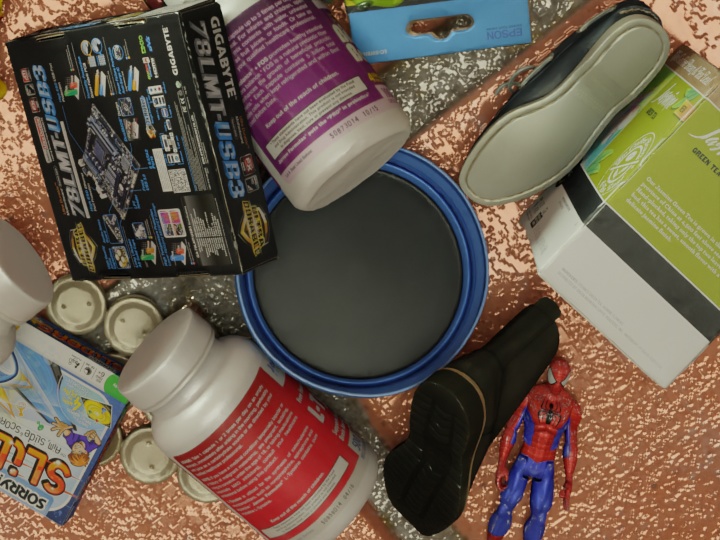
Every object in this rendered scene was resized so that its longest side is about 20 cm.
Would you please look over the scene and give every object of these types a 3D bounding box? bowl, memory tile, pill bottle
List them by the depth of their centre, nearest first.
[{"bbox_3d":[-0.060,-0.154,1.488,0.112,0.112,0.200,-38,82,8],"label":"pill bottle"},{"bbox_3d":[-0.335,0.048,1.509,0.200,0.111,0.111,-36,101,13],"label":"pill bottle"},{"bbox_3d":[0.000,0.000,1.545,0.199,0.039,0.202,1,83,-6],"label":"bowl"},{"bbox_3d":[-0.090,0.124,1.549,0.112,0.112,0.200,-44,110,9],"label":"pill bottle"},{"bbox_3d":[-0.178,0.098,1.612,0.199,0.017,0.154,19,103,-5],"label":"memory tile"}]

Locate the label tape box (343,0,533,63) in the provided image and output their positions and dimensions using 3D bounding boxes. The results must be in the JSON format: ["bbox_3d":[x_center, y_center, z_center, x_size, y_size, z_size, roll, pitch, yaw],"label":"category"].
[{"bbox_3d":[0.051,-0.268,1.496,0.143,0.063,0.201,-7,117,1],"label":"label tape box"}]

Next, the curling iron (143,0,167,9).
[{"bbox_3d":[-0.161,-0.201,1.533,0.200,0.026,0.050,43,63,-13],"label":"curling iron"}]

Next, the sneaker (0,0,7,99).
[{"bbox_3d":[-0.306,-0.220,1.502,0.077,0.073,0.201,3,115,25],"label":"sneaker"}]

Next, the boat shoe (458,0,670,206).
[{"bbox_3d":[0.152,-0.132,1.532,0.075,0.062,0.200,35,110,-23],"label":"boat shoe"}]

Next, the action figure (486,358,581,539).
[{"bbox_3d":[0.141,0.167,1.614,0.065,0.052,0.201,12,101,1],"label":"action figure"}]

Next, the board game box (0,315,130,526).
[{"bbox_3d":[-0.291,0.096,1.586,0.199,0.034,0.136,29,102,3],"label":"board game box"}]

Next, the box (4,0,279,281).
[{"bbox_3d":[-0.166,-0.093,1.495,0.198,0.050,0.201,-3,106,43],"label":"box"}]

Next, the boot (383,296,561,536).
[{"bbox_3d":[0.097,0.120,1.584,0.077,0.138,0.200,42,146,15],"label":"boot"}]

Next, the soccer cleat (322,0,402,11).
[{"bbox_3d":[-0.050,-0.258,1.442,0.199,0.068,0.081,26,70,-2],"label":"soccer cleat"}]

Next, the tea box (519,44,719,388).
[{"bbox_3d":[0.236,-0.047,1.483,0.134,0.200,0.197,42,99,-9],"label":"tea box"}]
